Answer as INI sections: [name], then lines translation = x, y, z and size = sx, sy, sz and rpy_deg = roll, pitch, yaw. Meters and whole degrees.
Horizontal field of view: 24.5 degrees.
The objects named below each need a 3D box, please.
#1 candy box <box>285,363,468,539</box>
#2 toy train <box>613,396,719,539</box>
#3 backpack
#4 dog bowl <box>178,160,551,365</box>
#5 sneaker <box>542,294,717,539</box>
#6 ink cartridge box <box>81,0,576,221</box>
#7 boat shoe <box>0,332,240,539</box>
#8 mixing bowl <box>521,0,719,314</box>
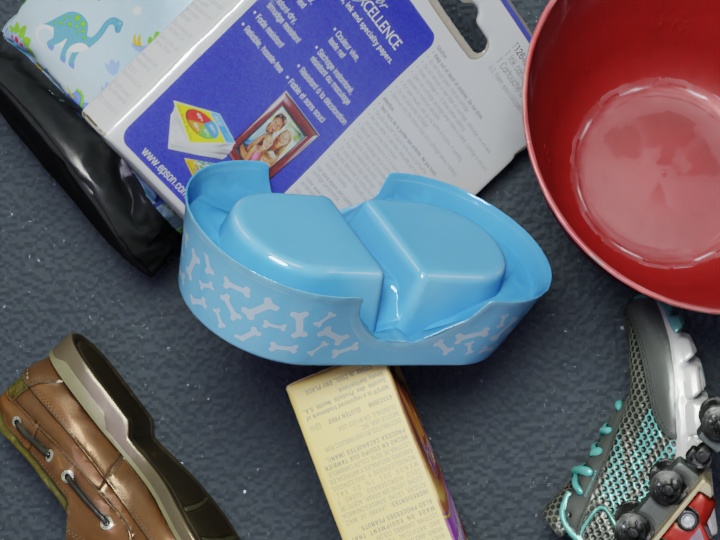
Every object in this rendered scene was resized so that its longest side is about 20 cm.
[candy box]
translation = 0.028, 0.146, 0.851
size = 0.056, 0.117, 0.201
rpy_deg = -21, 82, 3
[toy train]
translation = 0.151, 0.126, 0.816
size = 0.046, 0.034, 0.200
rpy_deg = 37, 100, 3
[backpack]
translation = -0.094, -0.128, 0.897
size = 0.200, 0.154, 0.163
rpy_deg = -37, 74, -13
[dog bowl]
translation = 0.000, 0.000, 0.814
size = 0.112, 0.199, 0.050
rpy_deg = 54, 131, 43
[sneaker]
translation = 0.139, 0.112, 0.867
size = 0.090, 0.078, 0.202
rpy_deg = -3, 81, 10
[ink cartridge box]
translation = -0.010, -0.085, 0.854
size = 0.200, 0.198, 0.047
rpy_deg = -45, 42, -3
[boat shoe]
translation = -0.123, 0.132, 0.897
size = 0.068, 0.072, 0.200
rpy_deg = -38, 71, 4
[mixing bowl]
translation = 0.171, -0.064, 0.857
size = 0.198, 0.108, 0.202
rpy_deg = 1, 76, -4
